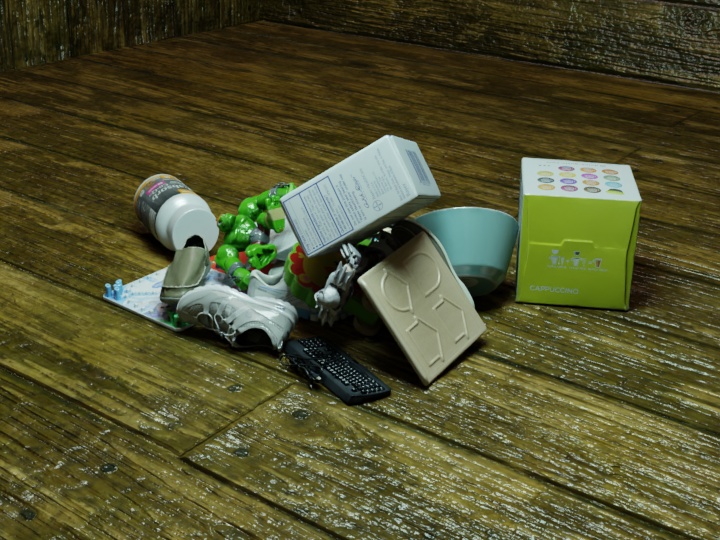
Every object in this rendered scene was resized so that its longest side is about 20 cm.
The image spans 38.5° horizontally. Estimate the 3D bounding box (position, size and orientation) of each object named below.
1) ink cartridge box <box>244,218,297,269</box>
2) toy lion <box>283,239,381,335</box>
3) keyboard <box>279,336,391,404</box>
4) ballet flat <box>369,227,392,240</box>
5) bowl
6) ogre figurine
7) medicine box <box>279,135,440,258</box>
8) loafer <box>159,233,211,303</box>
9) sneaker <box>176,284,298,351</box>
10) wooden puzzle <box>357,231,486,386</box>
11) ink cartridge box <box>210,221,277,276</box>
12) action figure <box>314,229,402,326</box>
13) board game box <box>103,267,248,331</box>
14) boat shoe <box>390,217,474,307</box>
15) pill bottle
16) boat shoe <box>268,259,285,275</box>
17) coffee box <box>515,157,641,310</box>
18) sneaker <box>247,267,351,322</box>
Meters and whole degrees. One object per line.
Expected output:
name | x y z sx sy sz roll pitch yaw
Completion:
ink cartridge box | -0.109 -0.063 1.852 0.198 0.048 0.161 -26 25 28
toy lion | -0.024 0.006 1.689 0.190 0.069 0.200 30 39 7
keyboard | -0.045 0.136 1.523 0.103 0.040 0.199 -13 26 -31
ballet flat | 0.018 -0.059 1.958 0.197 0.071 0.069 15 27 27
bowl | 0.175 -0.020 1.753 0.197 0.107 0.201 -1 -19 0
ogre figurine | -0.190 -0.061 1.786 0.119 0.204 0.097 2 -11 45
medicine box | 0.003 -0.112 1.582 0.198 0.104 0.182 -28 -4 15
loafer | -0.294 -0.004 1.721 0.074 0.071 0.201 0 23 -1
sneaker | -0.199 0.078 1.599 0.196 0.075 0.083 5 49 16
wooden puzzle | 0.090 0.058 1.567 0.046 0.187 0.199 -32 2 42
ink cartridge box | -0.181 -0.038 1.911 0.161 0.058 0.198 22 26 38
action figure | -0.016 0.007 1.563 0.069 0.131 0.200 42 39 8
board game box | -0.306 0.030 1.767 0.198 0.026 0.199 18 30 35
boat shoe | 0.111 0.007 1.665 0.072 0.203 0.060 -30 9 38
pill bottle | -0.350 -0.103 1.965 0.115 0.119 0.199 -12 26 -28
boat shoe | -0.078 -0.018 1.848 0.199 0.061 0.075 -33 36 -25
coffee box | 0.374 -0.067 1.806 0.196 0.204 0.198 4 24 7
sneaker | -0.094 0.033 1.702 0.196 0.088 0.075 1 20 -5
